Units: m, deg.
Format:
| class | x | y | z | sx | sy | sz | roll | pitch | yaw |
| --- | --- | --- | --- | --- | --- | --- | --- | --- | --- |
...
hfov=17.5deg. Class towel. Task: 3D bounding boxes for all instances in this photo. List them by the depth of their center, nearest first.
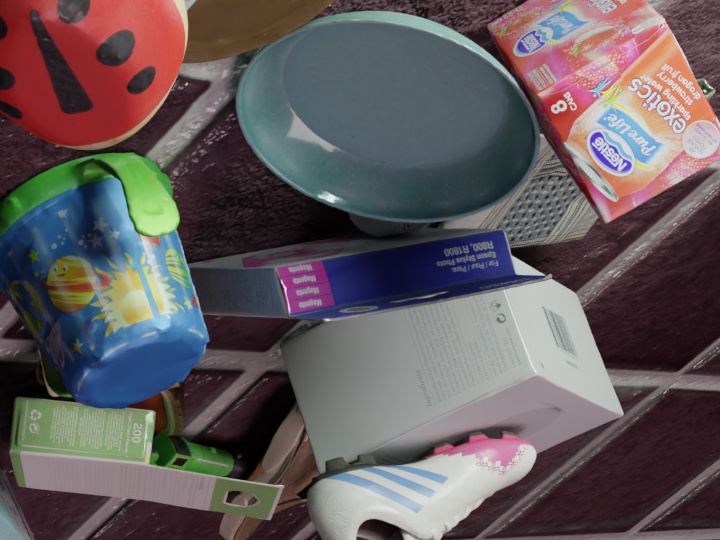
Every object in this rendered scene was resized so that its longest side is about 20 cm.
| class | x | y | z | sx | sy | sz | roll | pitch | yaw |
| --- | --- | --- | --- | --- | --- | --- | --- | --- | --- |
| towel | 0.159 | -0.077 | 1.807 | 0.192 | 0.035 | 0.200 | -4 | 146 | -42 |

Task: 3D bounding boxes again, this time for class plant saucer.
| class | x | y | z | sx | sy | sz | roll | pitch | yaw |
| --- | --- | --- | --- | --- | --- | --- | --- | --- | --- |
| plant saucer | -0.069 | -0.185 | 1.374 | 0.199 | 0.030 | 0.200 | -22 | 155 | -11 |
| plant saucer | 0.020 | -0.106 | 1.516 | 0.199 | 0.036 | 0.200 | 8 | 145 | 5 |

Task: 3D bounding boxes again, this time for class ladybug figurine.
| class | x | y | z | sx | sy | sz | roll | pitch | yaw |
| --- | --- | --- | --- | --- | --- | --- | --- | --- | --- |
| ladybug figurine | -0.165 | -0.130 | 1.294 | 0.135 | 0.072 | 0.200 | -13 | 149 | 8 |

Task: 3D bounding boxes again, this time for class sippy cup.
| class | x | y | z | sx | sy | sz | roll | pitch | yaw |
| --- | --- | --- | --- | --- | --- | --- | --- | --- | --- |
| sippy cup | -0.166 | 0.014 | 1.534 | 0.139 | 0.131 | 0.178 | -28 | 155 | -1 |

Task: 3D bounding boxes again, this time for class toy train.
| class | x | y | z | sx | sy | sz | roll | pitch | yaw |
| --- | --- | --- | --- | --- | --- | --- | --- | --- | --- |
| toy train | -0.160 | 0.161 | 1.933 | 0.056 | 0.042 | 0.200 | -47 | 151 | 14 |

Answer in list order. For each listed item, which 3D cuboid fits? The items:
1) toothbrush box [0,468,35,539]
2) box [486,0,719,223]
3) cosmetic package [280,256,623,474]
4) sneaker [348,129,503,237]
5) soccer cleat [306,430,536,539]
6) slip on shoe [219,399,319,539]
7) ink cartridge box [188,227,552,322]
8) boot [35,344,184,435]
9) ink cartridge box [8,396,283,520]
| class | x | y | z | sx | sy | sz | roll | pitch | yaw |
| --- | --- | --- | --- | --- | --- | --- | --- | --- | --- |
| toothbrush box | -0.340 | 0.187 | 1.739 | 0.146 | 0.085 | 0.200 | -28 | 155 | -1 |
| box | 0.157 | -0.120 | 1.518 | 0.095 | 0.100 | 0.200 | -29 | -160 | 4 |
| cosmetic package | 0.075 | 0.089 | 1.908 | 0.199 | 0.123 | 0.199 | -28 | 157 | 18 |
| sneaker | 0.058 | -0.085 | 1.628 | 0.072 | 0.072 | 0.200 | -29 | 175 | -36 |
| soccer cleat | 0.053 | 0.184 | 1.835 | 0.199 | 0.087 | 0.070 | -8 | 156 | -23 |
| slip on shoe | -0.063 | 0.179 | 2.013 | 0.200 | 0.060 | 0.076 | -58 | 179 | 40 |
| ink cartridge box | 0.000 | 0.000 | 1.661 | 0.196 | 0.044 | 0.200 | -10 | -175 | -33 |
| boot | -0.182 | 0.074 | 1.723 | 0.107 | 0.075 | 0.200 | -7 | 159 | -1 |
| ink cartridge box | -0.158 | 0.141 | 1.742 | 0.199 | 0.048 | 0.146 | 6 | 164 | -4 |
